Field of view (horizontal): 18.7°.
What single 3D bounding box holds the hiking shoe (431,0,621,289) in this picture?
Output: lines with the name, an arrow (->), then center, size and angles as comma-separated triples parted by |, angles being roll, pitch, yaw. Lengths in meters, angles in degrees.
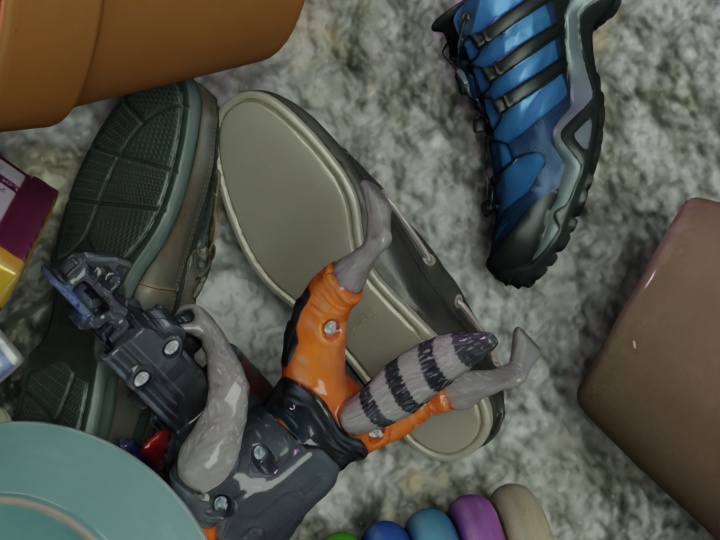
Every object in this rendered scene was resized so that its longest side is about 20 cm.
hiking shoe -> 0.072, -0.091, 1.043 | 0.086, 0.074, 0.202 | 11, 76, -6

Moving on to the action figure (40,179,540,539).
action figure -> -0.042, 0.054, 0.939 | 0.193, 0.105, 0.200 | -42, 131, 9

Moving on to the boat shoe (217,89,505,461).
boat shoe -> 0.000, 0.000, 1.031 | 0.067, 0.057, 0.201 | -34, 94, 23

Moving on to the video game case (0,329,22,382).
video game case -> -0.281, 0.024, 0.967 | 0.182, 0.022, 0.200 | -41, 99, -12

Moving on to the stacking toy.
stacking toy -> -0.010, 0.156, 1.011 | 0.198, 0.085, 0.086 | -9, 91, -8

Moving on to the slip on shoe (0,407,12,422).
slip on shoe -> -0.193, 0.155, 0.959 | 0.061, 0.074, 0.202 | 18, 89, -24

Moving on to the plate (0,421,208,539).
plate -> -0.148, 0.162, 0.905 | 0.198, 0.026, 0.202 | -2, 81, 15

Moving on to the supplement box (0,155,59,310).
supplement box -> -0.231, 0.025, 0.879 | 0.131, 0.103, 0.200 | 35, 107, -11

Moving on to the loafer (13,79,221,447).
loafer -> -0.103, 0.010, 1.000 | 0.063, 0.072, 0.202 | 21, 86, -47

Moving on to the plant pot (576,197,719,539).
plant pot -> 0.201, 0.056, 1.023 | 0.174, 0.200, 0.201 | 30, 81, 8

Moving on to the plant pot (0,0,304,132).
plant pot -> -0.105, -0.158, 0.934 | 0.139, 0.200, 0.202 | -1, 89, -22
